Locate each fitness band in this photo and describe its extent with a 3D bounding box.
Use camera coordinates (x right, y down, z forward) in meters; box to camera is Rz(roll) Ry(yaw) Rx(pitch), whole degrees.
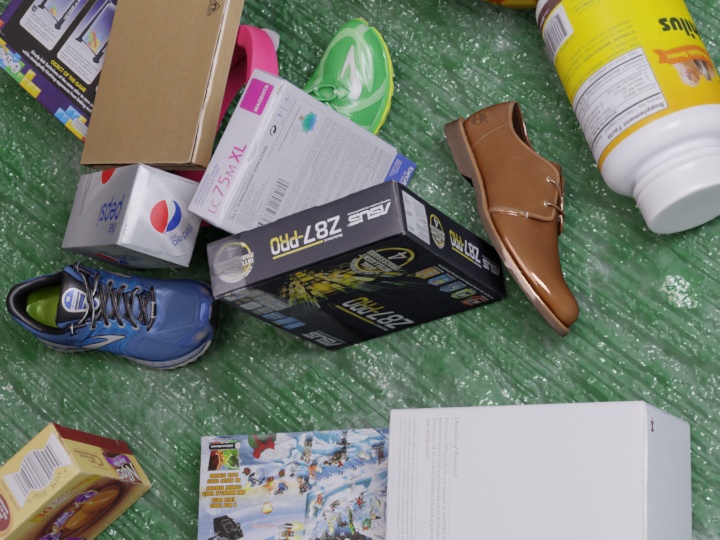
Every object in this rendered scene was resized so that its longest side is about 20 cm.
[{"bbox_3d":[-0.108,-0.114,1.664,0.200,0.037,0.145,144,137,-62],"label":"fitness band"}]

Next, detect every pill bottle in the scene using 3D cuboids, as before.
[{"bbox_3d":[0.213,-0.133,1.539,0.109,0.109,0.201,-28,68,17],"label":"pill bottle"}]

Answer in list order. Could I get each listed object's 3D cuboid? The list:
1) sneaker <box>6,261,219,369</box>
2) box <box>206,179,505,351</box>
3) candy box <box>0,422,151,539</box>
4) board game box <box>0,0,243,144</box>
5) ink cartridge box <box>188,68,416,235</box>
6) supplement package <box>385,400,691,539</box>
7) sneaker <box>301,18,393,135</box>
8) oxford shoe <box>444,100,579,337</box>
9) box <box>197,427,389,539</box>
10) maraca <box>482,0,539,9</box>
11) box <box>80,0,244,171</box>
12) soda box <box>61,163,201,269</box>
[{"bbox_3d":[-0.209,0.037,1.714,0.198,0.089,0.079,-1,79,25],"label":"sneaker"},{"bbox_3d":[0.000,0.000,1.560,0.160,0.200,0.050,-16,70,21],"label":"box"},{"bbox_3d":[-0.281,0.213,1.693,0.200,0.117,0.057,-42,64,10],"label":"candy box"},{"bbox_3d":[-0.214,-0.199,1.791,0.200,0.057,0.166,41,95,27],"label":"board game box"},{"bbox_3d":[-0.041,-0.067,1.598,0.042,0.200,0.120,26,90,37],"label":"ink cartridge box"},{"bbox_3d":[0.131,0.162,1.506,0.198,0.117,0.118,-4,76,26],"label":"supplement package"},{"bbox_3d":[-0.039,-0.112,1.671,0.074,0.083,0.201,29,91,28],"label":"sneaker"},{"bbox_3d":[0.130,-0.045,1.583,0.071,0.071,0.201,-27,67,12],"label":"oxford shoe"},{"bbox_3d":[-0.034,0.196,1.621,0.198,0.040,0.138,-4,75,25],"label":"box"},{"bbox_3d":[0.105,-0.260,1.606,0.198,0.137,0.108,1,118,5],"label":"maraca"},{"bbox_3d":[-0.158,-0.181,1.685,0.163,0.021,0.202,3,79,50],"label":"box"},{"bbox_3d":[-0.185,-0.042,1.671,0.200,0.063,0.069,0,74,70],"label":"soda box"}]
